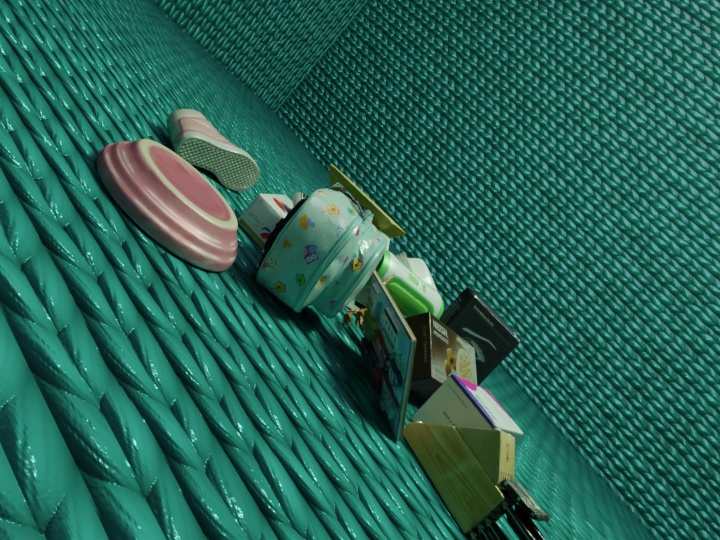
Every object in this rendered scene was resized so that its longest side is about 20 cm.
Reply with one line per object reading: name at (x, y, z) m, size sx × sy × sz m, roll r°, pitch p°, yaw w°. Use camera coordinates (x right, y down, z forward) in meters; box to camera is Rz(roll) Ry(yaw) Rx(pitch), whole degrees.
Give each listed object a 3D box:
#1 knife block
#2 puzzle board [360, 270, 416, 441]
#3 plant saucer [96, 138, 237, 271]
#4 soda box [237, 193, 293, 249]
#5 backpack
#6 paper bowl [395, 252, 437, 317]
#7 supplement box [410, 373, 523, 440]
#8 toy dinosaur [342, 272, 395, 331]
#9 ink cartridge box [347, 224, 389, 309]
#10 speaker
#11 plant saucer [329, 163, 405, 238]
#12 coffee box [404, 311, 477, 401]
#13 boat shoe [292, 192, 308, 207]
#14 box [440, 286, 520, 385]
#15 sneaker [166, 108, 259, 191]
knife block at (0.141, 0.296, 0.691) m, size 0.195 × 0.181 × 0.064 m, roll -5°, pitch -25°, yaw 34°
puzzle board at (0.031, 0.111, 0.761) m, size 0.017 × 0.156 × 0.201 m, roll -1°, pitch 25°, yaw -14°
plant saucer at (-0.222, -0.088, 0.661) m, size 0.200 × 0.051 × 0.201 m, roll 45°, pitch 9°, yaw -9°
soda box at (-0.153, -0.091, 0.969) m, size 0.068 × 0.064 × 0.200 m, roll 45°, pitch 8°, yaw -2°
backpack at (-0.054, -0.024, 0.772) m, size 0.153 × 0.177 × 0.200 m, roll 41°, pitch 12°, yaw 7°
paper bowl at (0.134, 0.053, 1.353) m, size 0.201 × 0.102 × 0.206 m, roll -23°, pitch 91°, yaw -89°
supplement box at (0.178, 0.253, 0.878) m, size 0.102 × 0.104 × 0.199 m, roll 49°, pitch 10°, yaw 33°
toy dinosaur at (0.024, 0.085, 0.928) m, size 0.104 × 0.060 × 0.205 m, roll 20°, pitch 43°, yaw -33°
ink cartridge box at (0.000, 0.000, 1.132) m, size 0.108 × 0.049 × 0.206 m, roll 34°, pitch 57°, yaw -39°
speaker at (0.086, 0.038, 1.112) m, size 0.198 × 0.089 × 0.089 m, roll 37°, pitch 11°, yaw -33°
plant saucer at (0.009, -0.147, 1.266) m, size 0.200 × 0.049 × 0.200 m, roll 45°, pitch 7°, yaw 12°
coffee box at (0.138, 0.170, 0.975) m, size 0.199 × 0.078 × 0.118 m, roll 38°, pitch 45°, yaw -46°
boat shoe at (-0.068, -0.055, 0.987) m, size 0.069 × 0.055 × 0.204 m, roll -95°, pitch 166°, yaw -60°
box at (0.231, 0.165, 1.205) m, size 0.148 × 0.200 × 0.104 m, roll 43°, pitch 8°, yaw -5°
sneaker at (-0.266, -0.223, 0.974) m, size 0.106 × 0.075 × 0.199 m, roll 56°, pitch 16°, yaw 28°
